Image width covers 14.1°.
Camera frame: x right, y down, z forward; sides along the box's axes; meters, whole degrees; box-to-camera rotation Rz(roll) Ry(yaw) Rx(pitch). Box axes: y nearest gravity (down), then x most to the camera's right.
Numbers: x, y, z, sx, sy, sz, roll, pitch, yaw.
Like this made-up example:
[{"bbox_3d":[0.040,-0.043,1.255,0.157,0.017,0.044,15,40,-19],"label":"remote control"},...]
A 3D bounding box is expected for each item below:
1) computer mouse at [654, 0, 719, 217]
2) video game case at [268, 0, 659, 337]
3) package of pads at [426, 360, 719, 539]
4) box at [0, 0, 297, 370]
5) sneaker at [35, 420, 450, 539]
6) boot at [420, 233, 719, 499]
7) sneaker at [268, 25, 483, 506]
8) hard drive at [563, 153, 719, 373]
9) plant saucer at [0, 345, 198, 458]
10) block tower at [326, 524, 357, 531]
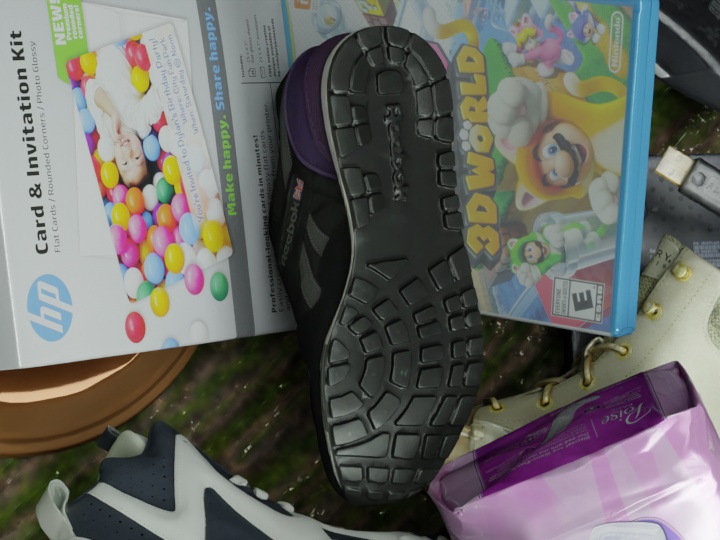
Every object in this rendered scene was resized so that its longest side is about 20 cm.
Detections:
[{"bbox_3d":[0.151,-0.088,1.351,0.200,0.046,0.140,39,49,-2],"label":"computer mouse"},{"bbox_3d":[0.035,-0.056,1.259,0.018,0.200,0.143,-8,104,-53],"label":"video game case"},{"bbox_3d":[0.121,0.151,1.234,0.120,0.076,0.200,-24,106,4],"label":"package of pads"},{"bbox_3d":[-0.099,-0.043,1.224,0.200,0.041,0.156,-6,89,-53],"label":"box"},{"bbox_3d":[-0.052,0.111,1.223,0.199,0.080,0.130,-11,52,-41],"label":"sneaker"},{"bbox_3d":[0.095,0.049,1.293,0.200,0.072,0.155,29,90,-6],"label":"boot"},{"bbox_3d":[0.000,0.000,1.243,0.076,0.088,0.200,2,85,-28],"label":"sneaker"},{"bbox_3d":[0.157,0.046,1.366,0.135,0.042,0.200,-3,87,-16],"label":"hard drive"},{"bbox_3d":[-0.153,-0.018,1.283,0.200,0.037,0.201,2,84,-16],"label":"plant saucer"},{"bbox_3d":[0.001,0.146,1.304,0.200,0.058,0.054,13,82,-16],"label":"block tower"}]
